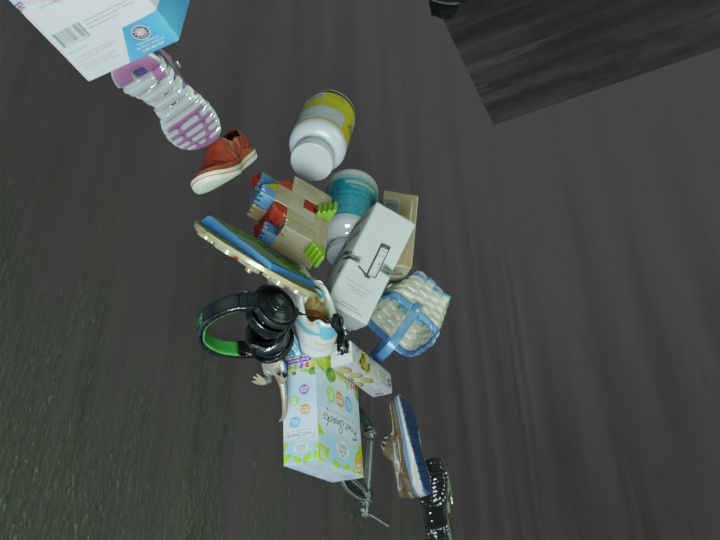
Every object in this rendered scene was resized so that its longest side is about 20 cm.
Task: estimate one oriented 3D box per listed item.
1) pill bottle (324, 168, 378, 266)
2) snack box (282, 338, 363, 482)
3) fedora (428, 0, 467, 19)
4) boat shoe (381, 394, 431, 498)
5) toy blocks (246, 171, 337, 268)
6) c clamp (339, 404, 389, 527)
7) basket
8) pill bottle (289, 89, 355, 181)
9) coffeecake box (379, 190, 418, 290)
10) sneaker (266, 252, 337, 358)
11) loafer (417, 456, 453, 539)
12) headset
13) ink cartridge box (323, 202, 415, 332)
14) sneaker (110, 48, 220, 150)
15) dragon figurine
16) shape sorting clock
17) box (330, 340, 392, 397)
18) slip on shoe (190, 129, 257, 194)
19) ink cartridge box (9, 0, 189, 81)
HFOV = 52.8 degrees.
[{"bbox_3d":[-0.023,-0.099,1.433,0.111,0.110,0.201,55,28,-40],"label":"pill bottle"},{"bbox_3d":[-0.061,0.228,1.179,0.169,0.067,0.201,43,39,-56],"label":"snack box"},{"bbox_3d":[0.343,-1.091,2.989,0.201,0.199,0.092,-66,169,-58],"label":"fedora"},{"bbox_3d":[0.078,0.348,1.430,0.072,0.072,0.201,30,44,-59],"label":"boat shoe"},{"bbox_3d":[-0.121,-0.095,1.182,0.136,0.100,0.201,28,34,-19],"label":"toy blocks"},{"bbox_3d":[0.002,0.346,1.319,0.171,0.027,0.201,43,39,-45],"label":"c clamp"},{"bbox_3d":[0.072,0.112,1.397,0.139,0.176,0.200,36,55,-3],"label":"basket"},{"bbox_3d":[-0.076,-0.261,1.411,0.112,0.111,0.201,60,26,-32],"label":"pill bottle"},{"bbox_3d":[0.057,-0.047,1.478,0.200,0.072,0.155,113,-15,-68],"label":"coffeecake box"},{"bbox_3d":[-0.087,0.037,1.144,0.076,0.081,0.200,-13,52,-29],"label":"sneaker"},{"bbox_3d":[0.162,0.504,1.553,0.071,0.072,0.201,56,31,-61],"label":"loafer"},{"bbox_3d":[-0.117,0.084,0.970,0.124,0.198,0.094,104,-24,-51],"label":"headset"},{"bbox_3d":[0.000,0.000,1.262,0.084,0.146,0.201,29,71,-9],"label":"ink cartridge box"},{"bbox_3d":[-0.265,-0.251,1.003,0.200,0.080,0.089,50,14,-52],"label":"sneaker"},{"bbox_3d":[-0.128,0.123,1.096,0.201,0.058,0.100,67,23,-19],"label":"dragon figurine"},{"bbox_3d":[-0.148,-0.014,1.022,0.199,0.039,0.200,35,3,-2],"label":"shape sorting clock"},{"bbox_3d":[0.004,0.171,1.239,0.200,0.041,0.039,49,32,-59],"label":"box"},{"bbox_3d":[-0.209,-0.164,1.081,0.061,0.074,0.200,60,20,-17],"label":"slip on shoe"},{"bbox_3d":[-0.317,-0.362,0.843,0.200,0.146,0.147,51,32,-47],"label":"ink cartridge box"}]
